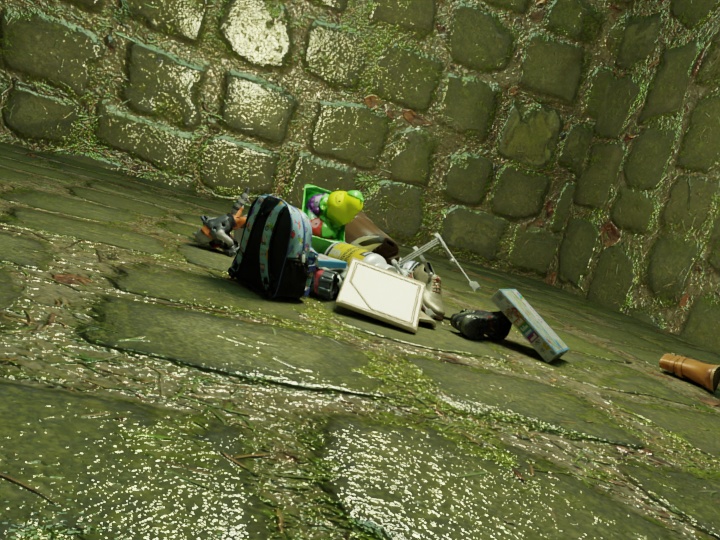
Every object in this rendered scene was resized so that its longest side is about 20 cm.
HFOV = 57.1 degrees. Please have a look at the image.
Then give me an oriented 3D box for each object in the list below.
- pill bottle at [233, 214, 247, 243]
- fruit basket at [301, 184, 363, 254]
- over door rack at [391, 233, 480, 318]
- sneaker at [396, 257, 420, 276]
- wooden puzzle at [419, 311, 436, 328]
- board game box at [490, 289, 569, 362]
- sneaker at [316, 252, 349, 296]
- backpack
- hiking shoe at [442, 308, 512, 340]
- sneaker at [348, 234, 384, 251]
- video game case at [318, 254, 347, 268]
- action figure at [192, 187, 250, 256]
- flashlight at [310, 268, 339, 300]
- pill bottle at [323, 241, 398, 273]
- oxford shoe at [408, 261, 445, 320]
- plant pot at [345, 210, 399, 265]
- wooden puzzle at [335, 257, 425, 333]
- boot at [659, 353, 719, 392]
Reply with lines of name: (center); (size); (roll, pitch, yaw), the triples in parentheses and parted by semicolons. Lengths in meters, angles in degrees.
pill bottle: (-0.259, -0.097, 1.907); (0.116, 0.116, 0.200); (20, 9, 31)
fruit basket: (-0.091, -0.167, 1.899); (0.155, 0.216, 0.216); (16, 7, -17)
over door rack: (0.189, 0.019, 1.687); (0.200, 0.148, 0.067); (57, -3, 30)
sneaker: (0.111, 0.021, 1.841); (0.070, 0.109, 0.200); (18, 7, 20)
wooden puzzle: (0.068, 0.075, 1.582); (0.200, 0.046, 0.185); (14, 7, -17)
board game box: (0.410, 0.129, 1.596); (0.200, 0.034, 0.134); (51, 22, 21)
sneaker: (-0.065, 0.005, 1.638); (0.079, 0.074, 0.200); (-20, 28, -19)
backpack: (-0.174, -0.054, 1.407); (0.134, 0.200, 0.182); (5, 12, -43)
hiking shoe: (0.292, 0.120, 1.614); (0.200, 0.076, 0.101); (8, 14, -46)
sneaker: (-0.008, -0.043, 1.873); (0.200, 0.080, 0.074); (-27, -13, 32)
video game case: (-0.151, -0.037, 1.576); (0.200, 0.018, 0.143); (17, 8, 40)
action figure: (-0.370, -0.139, 1.778); (0.200, 0.193, 0.105); (35, -25, 36)
flashlight: (-0.151, 0.014, 1.529); (0.200, 0.068, 0.068); (13, 8, 14)
pill bottle: (0.000, 0.000, 1.747); (0.200, 0.112, 0.112); (21, 9, 40)
oxford shoe: (0.182, 0.049, 1.732); (0.070, 0.075, 0.200); (23, 27, -32)
plant pot: (0.004, -0.067, 2.020); (0.200, 0.200, 0.198); (11, 16, -37)
wooden puzzle: (0.048, 0.057, 1.487); (0.185, 0.037, 0.200); (20, 33, -1)
boot: (0.905, 0.267, 1.817); (0.155, 0.077, 0.200); (22, 6, 29)
